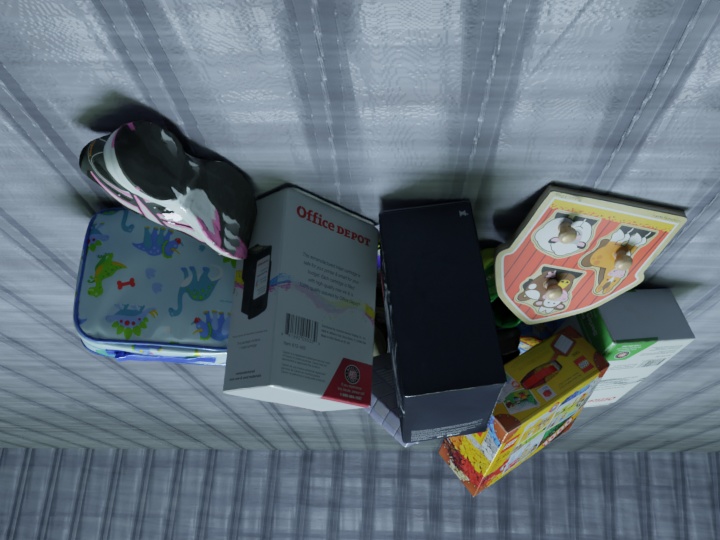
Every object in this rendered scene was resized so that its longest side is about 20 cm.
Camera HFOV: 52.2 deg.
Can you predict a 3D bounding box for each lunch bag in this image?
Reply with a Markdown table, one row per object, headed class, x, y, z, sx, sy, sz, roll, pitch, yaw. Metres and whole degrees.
| class | x | y | z | sx | sy | sz | roll | pitch | yaw |
| --- | --- | --- | --- | --- | --- | --- | --- | --- | --- |
| lunch bag | -0.208 | 0.022 | 0.807 | 0.195 | 0.165 | 0.083 | 4 | 160 | -11 |

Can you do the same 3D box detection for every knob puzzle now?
| class | x | y | z | sx | sy | sz | roll | pitch | yaw |
| --- | --- | --- | --- | --- | --- | --- | --- | --- | --- |
| knob puzzle | 0.237 | 0.003 | 0.817 | 0.214 | 0.031 | 0.222 | -5 | 139 | -5 |

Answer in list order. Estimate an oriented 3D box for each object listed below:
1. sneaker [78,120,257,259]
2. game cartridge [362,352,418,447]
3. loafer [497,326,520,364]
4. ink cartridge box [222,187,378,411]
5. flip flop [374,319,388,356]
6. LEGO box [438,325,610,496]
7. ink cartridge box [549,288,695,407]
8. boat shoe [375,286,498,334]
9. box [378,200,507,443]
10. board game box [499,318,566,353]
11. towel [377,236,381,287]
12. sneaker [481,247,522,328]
| class | x | y | z | sx | sy | sz | roll | pitch | yaw |
| --- | --- | --- | --- | --- | --- | --- | --- | --- | --- |
| sneaker | -0.177 | -0.076 | 0.694 | 0.085 | 0.082 | 0.200 | 3 | 155 | 32 |
| game cartridge | 0.067 | 0.158 | 0.959 | 0.129 | 0.039 | 0.198 | 34 | -160 | 28 |
| loafer | 0.183 | 0.128 | 0.990 | 0.071 | 0.073 | 0.200 | -9 | 160 | 5 |
| ink cartridge box | -0.058 | 0.036 | 0.783 | 0.082 | 0.205 | 0.144 | -14 | 156 | 42 |
| flip flop | -0.010 | 0.077 | 0.952 | 0.079 | 0.058 | 0.202 | 16 | 150 | 15 |
| LEGO box | 0.210 | 0.180 | 0.956 | 0.197 | 0.077 | 0.151 | -23 | 144 | -32 |
| ink cartridge box | 0.346 | 0.116 | 1.048 | 0.143 | 0.085 | 0.201 | -1 | 145 | -23 |
| boat shoe | 0.098 | 0.056 | 1.016 | 0.195 | 0.075 | 0.075 | 10 | 156 | -7 |
| box | 0.081 | 0.061 | 0.803 | 0.101 | 0.204 | 0.183 | -7 | 153 | -1 |
| board game box | 0.230 | 0.108 | 1.173 | 0.193 | 0.057 | 0.198 | -15 | 154 | 38 |
| towel | 0.000 | 0.000 | 0.942 | 0.196 | 0.023 | 0.143 | -11 | 156 | 30 |
| sneaker | 0.189 | 0.036 | 0.939 | 0.073 | 0.086 | 0.198 | -15 | 155 | 37 |
